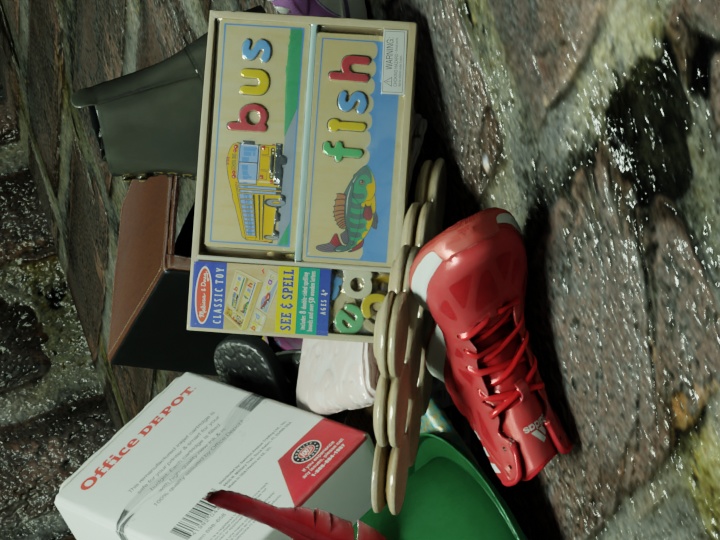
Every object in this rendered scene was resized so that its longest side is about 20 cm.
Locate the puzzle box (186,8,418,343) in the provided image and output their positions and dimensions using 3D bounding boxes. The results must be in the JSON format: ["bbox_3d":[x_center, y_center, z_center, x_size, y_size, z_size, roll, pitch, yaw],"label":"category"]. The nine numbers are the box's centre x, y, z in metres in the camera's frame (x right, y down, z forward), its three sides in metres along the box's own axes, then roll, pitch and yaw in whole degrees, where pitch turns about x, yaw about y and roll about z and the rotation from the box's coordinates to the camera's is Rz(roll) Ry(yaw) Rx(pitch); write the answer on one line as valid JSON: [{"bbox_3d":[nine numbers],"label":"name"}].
[{"bbox_3d":[-0.036,-0.058,1.405,0.025,0.132,0.202,8,-94,-85],"label":"puzzle box"}]

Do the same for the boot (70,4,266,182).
[{"bbox_3d":[-0.103,-0.069,1.499,0.078,0.138,0.201,-123,13,-52],"label":"boot"}]

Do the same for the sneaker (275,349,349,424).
[{"bbox_3d":[-0.028,0.079,1.742,0.076,0.115,0.200,52,149,-2],"label":"sneaker"}]

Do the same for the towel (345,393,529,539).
[{"bbox_3d":[0.058,0.153,1.537,0.201,0.022,0.147,57,156,17],"label":"towel"}]

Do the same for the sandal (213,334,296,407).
[{"bbox_3d":[-0.052,0.133,1.682,0.075,0.045,0.201,-3,112,37],"label":"sandal"}]

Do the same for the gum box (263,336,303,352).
[{"bbox_3d":[-0.079,-0.034,1.869,0.113,0.066,0.201,-153,48,-73],"label":"gum box"}]

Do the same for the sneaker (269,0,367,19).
[{"bbox_3d":[-0.062,-0.200,1.507,0.073,0.114,0.202,-130,25,-56],"label":"sneaker"}]

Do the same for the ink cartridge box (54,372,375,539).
[{"bbox_3d":[-0.092,0.162,1.567,0.199,0.144,0.084,16,140,46],"label":"ink cartridge box"}]

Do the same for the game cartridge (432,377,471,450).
[{"bbox_3d":[0.039,0.093,1.616,0.201,0.041,0.134,87,165,-45],"label":"game cartridge"}]

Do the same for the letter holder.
[{"bbox_3d":[-0.117,-0.024,1.693,0.200,0.100,0.143,129,145,-62],"label":"letter holder"}]

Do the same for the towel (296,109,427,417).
[{"bbox_3d":[0.000,0.000,1.520,0.200,0.032,0.193,151,127,-76],"label":"towel"}]

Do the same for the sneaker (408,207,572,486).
[{"bbox_3d":[0.089,0.051,1.323,0.116,0.078,0.200,57,173,25],"label":"sneaker"}]

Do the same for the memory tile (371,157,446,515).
[{"bbox_3d":[0.031,0.039,1.393,0.200,0.017,0.154,-72,-16,-55],"label":"memory tile"}]

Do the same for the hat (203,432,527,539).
[{"bbox_3d":[0.003,0.208,1.451,0.201,0.175,0.166,62,158,6],"label":"hat"}]
